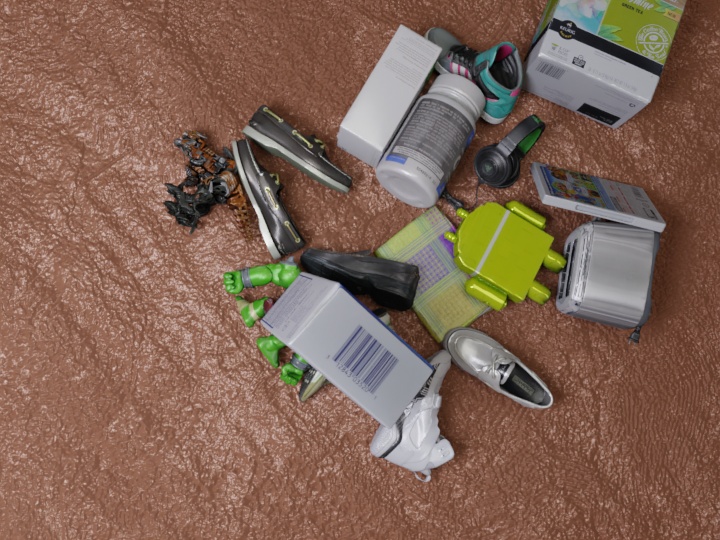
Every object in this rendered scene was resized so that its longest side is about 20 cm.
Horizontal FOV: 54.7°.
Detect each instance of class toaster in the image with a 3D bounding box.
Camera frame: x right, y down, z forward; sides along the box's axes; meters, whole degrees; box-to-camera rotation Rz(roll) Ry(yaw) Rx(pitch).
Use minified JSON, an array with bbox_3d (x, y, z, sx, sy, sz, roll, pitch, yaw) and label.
[{"bbox_3d":[0.400,0.012,1.136,0.128,0.114,0.202,11,82,1],"label":"toaster"}]

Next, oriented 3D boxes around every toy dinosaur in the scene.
[{"bbox_3d":[-0.240,-0.133,1.119,0.135,0.103,0.200,-35,64,-24],"label":"toy dinosaur"}]

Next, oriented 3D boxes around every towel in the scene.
[{"bbox_3d":[0.132,0.009,1.161,0.143,0.023,0.201,-37,86,-7],"label":"towel"}]

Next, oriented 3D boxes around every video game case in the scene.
[{"bbox_3d":[0.386,-0.124,1.146,0.198,0.144,0.018,14,121,-3],"label":"video game case"}]

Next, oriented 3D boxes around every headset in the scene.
[{"bbox_3d":[0.216,-0.181,1.148,0.094,0.123,0.200,44,107,13],"label":"headset"}]

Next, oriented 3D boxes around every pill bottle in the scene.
[{"bbox_3d":[0.118,-0.213,1.137,0.113,0.114,0.201,31,76,0],"label":"pill bottle"}]

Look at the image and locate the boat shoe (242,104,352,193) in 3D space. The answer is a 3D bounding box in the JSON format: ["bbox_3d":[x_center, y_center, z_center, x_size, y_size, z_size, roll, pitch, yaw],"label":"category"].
[{"bbox_3d":[-0.094,-0.198,1.138,0.200,0.072,0.061,32,86,1],"label":"boat shoe"}]

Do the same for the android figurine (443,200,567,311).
[{"bbox_3d":[0.234,-0.030,1.143,0.199,0.041,0.183,28,77,0],"label":"android figurine"}]

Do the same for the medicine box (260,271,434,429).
[{"bbox_3d":[-0.025,0.102,0.966,0.182,0.200,0.103,42,82,-17],"label":"medicine box"}]

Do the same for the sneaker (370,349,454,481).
[{"bbox_3d":[0.111,0.233,1.107,0.114,0.075,0.201,34,87,0],"label":"sneaker"}]

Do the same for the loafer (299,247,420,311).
[{"bbox_3d":[0.000,0.000,1.131,0.198,0.073,0.073,21,61,7],"label":"loafer"}]

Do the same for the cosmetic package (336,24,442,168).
[{"bbox_3d":[0.045,-0.284,1.148,0.084,0.108,0.201,29,83,-1],"label":"cosmetic package"}]

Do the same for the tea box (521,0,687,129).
[{"bbox_3d":[0.400,-0.381,1.172,0.198,0.134,0.198,22,81,-1],"label":"tea box"}]

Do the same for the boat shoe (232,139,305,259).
[{"bbox_3d":[-0.149,-0.121,1.125,0.060,0.072,0.203,-21,97,1],"label":"boat shoe"}]

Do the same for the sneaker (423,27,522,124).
[{"bbox_3d":[0.194,-0.348,1.151,0.200,0.121,0.084,47,64,1],"label":"sneaker"}]

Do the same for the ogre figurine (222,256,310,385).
[{"bbox_3d":[-0.119,0.070,1.098,0.119,0.098,0.201,-30,75,4],"label":"ogre figurine"}]

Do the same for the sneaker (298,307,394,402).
[{"bbox_3d":[-0.011,0.152,1.110,0.200,0.077,0.089,-41,96,-6],"label":"sneaker"}]

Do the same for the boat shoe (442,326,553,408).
[{"bbox_3d":[0.223,0.160,1.119,0.200,0.066,0.072,39,85,-5],"label":"boat shoe"}]
